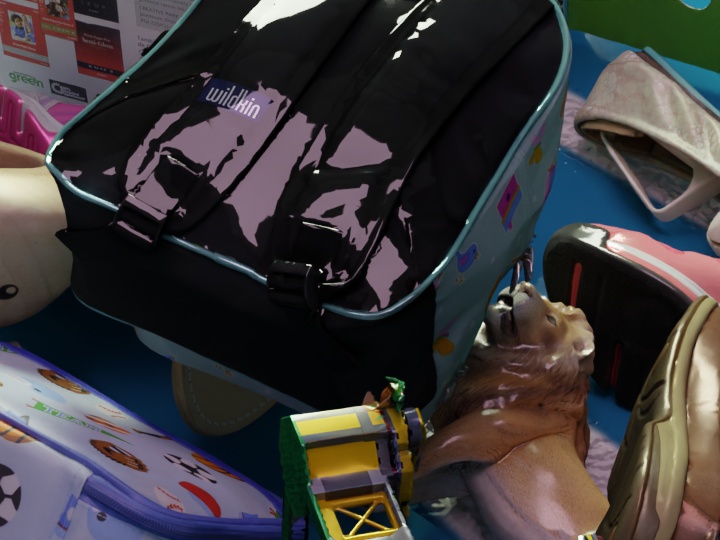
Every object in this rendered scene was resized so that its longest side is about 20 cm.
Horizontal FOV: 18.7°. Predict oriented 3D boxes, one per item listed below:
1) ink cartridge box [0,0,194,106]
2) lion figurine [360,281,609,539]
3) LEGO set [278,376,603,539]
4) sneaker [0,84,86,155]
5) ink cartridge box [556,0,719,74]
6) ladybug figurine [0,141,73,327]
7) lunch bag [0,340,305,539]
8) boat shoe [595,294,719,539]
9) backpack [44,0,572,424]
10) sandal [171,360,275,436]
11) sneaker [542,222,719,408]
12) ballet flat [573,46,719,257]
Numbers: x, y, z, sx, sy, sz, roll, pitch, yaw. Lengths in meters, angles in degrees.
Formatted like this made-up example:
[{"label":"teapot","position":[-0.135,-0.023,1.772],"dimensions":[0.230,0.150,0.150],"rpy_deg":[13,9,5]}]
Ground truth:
[{"label":"ink cartridge box","position":[-0.086,-0.144,1.085],"dimensions":[0.199,0.176,0.084],"rpy_deg":[16,47,18]},{"label":"lion figurine","position":[0.078,0.100,0.914],"dimensions":[0.122,0.073,0.200],"rpy_deg":[-16,59,-24]},{"label":"LEGO set","position":[0.039,0.140,0.783],"dimensions":[0.115,0.201,0.154],"rpy_deg":[-7,30,-16]},{"label":"sneaker","position":[-0.122,-0.037,1.054],"dimensions":[0.200,0.082,0.088],"rpy_deg":[23,13,41]},{"label":"ink cartridge box","position":[0.091,-0.157,1.108],"dimensions":[0.199,0.148,0.076],"rpy_deg":[19,50,21]},{"label":"ladybug figurine","position":[-0.203,-0.024,0.975],"dimensions":[0.200,0.072,0.136],"rpy_deg":[16,13,33]},{"label":"lunch bag","position":[-0.127,0.082,0.883],"dimensions":[0.200,0.076,0.160],"rpy_deg":[28,7,25]},{"label":"boat shoe","position":[0.136,0.075,0.850],"dimensions":[0.067,0.072,0.200],"rpy_deg":[23,27,4]},{"label":"backpack","position":[-0.008,-0.043,0.899],"dimensions":[0.175,0.153,0.200],"rpy_deg":[21,62,20]},{"label":"sandal","position":[-0.002,-0.005,0.998],"dimensions":[0.069,0.078,0.212],"rpy_deg":[-3,32,39]},{"label":"sneaker","position":[0.177,0.029,0.983],"dimensions":[0.200,0.074,0.087],"rpy_deg":[26,41,18]},{"label":"ballet flat","position":[0.178,-0.036,1.056],"dimensions":[0.062,0.067,0.200],"rpy_deg":[-45,49,-1]}]
